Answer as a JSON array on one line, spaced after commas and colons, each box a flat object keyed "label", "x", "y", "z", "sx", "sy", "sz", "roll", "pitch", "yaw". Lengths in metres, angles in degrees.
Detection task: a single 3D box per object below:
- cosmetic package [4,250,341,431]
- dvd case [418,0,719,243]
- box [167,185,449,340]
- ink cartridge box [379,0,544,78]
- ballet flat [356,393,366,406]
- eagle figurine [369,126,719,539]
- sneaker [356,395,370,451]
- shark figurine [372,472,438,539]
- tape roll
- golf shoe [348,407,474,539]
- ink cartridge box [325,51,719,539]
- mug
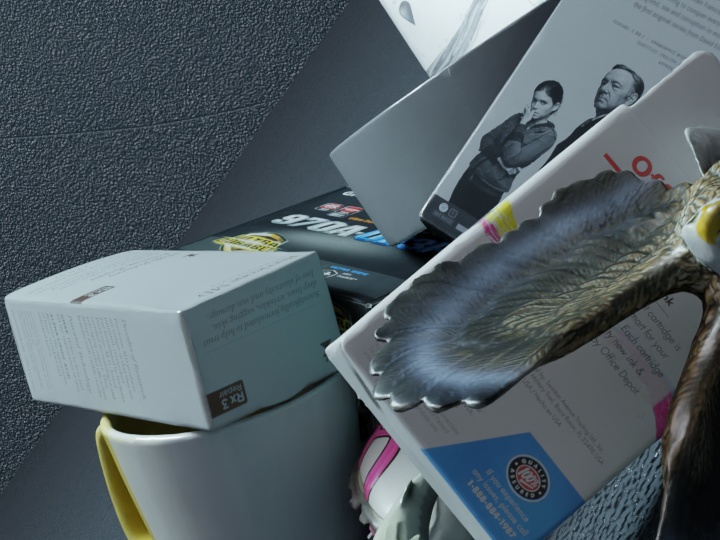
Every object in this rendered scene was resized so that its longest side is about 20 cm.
[{"label": "cosmetic package", "x": -0.111, "y": 0.034, "z": 0.885, "sx": 0.101, "sy": 0.075, "sz": 0.199, "roll": -24, "pitch": 15, "yaw": -38}, {"label": "dvd case", "x": 0.142, "y": -0.069, "z": 0.732, "sx": 0.201, "sy": 0.150, "sz": 0.025, "roll": -56, "pitch": -20, "yaw": -4}, {"label": "box", "x": 0.000, "y": 0.000, "z": 0.945, "sx": 0.158, "sy": 0.046, "sz": 0.199, "roll": -22, "pitch": 23, "yaw": -37}, {"label": "ink cartridge box", "x": 0.106, "y": -0.185, "z": 1.031, "sx": 0.082, "sy": 0.201, "sz": 0.147, "roll": -3, "pitch": -36, "yaw": -47}, {"label": "ballet flat", "x": 0.083, "y": 0.035, "z": 0.802, "sx": 0.199, "sy": 0.072, "sz": 0.072, "roll": -25, "pitch": -6, "yaw": -33}, {"label": "eagle figurine", "x": 0.117, "y": 0.010, "z": 0.545, "sx": 0.200, "sy": 0.151, "sz": 0.152, "roll": -52, "pitch": 40, "yaw": 3}, {"label": "sneaker", "x": 0.020, "y": 0.072, "z": 1.026, "sx": 0.200, "sy": 0.077, "sz": 0.085, "roll": -51, "pitch": 3, "yaw": -31}, {"label": "shark figurine", "x": 0.037, "y": 0.157, "z": 0.709, "sx": 0.127, "sy": 0.090, "sz": 0.215, "roll": -17, "pitch": 32, "yaw": 12}, {"label": "tape roll", "x": 0.081, "y": -0.095, "z": 0.873, "sx": 0.200, "sy": 0.066, "sz": 0.200, "roll": -34, "pitch": 3, "yaw": 2}, {"label": "golf shoe", "x": 0.045, "y": 0.092, "z": 0.842, "sx": 0.092, "sy": 0.072, "sz": 0.200, "roll": -49, "pitch": 13, "yaw": 20}, {"label": "ink cartridge box", "x": 0.098, "y": 0.014, "z": 0.653, "sx": 0.200, "sy": 0.115, "sz": 0.068, "roll": -39, "pitch": -1, "yaw": -8}, {"label": "mug", "x": -0.065, "y": 0.134, "z": 0.916, "sx": 0.148, "sy": 0.154, "sz": 0.186, "roll": -19, "pitch": 14, "yaw": -14}]
